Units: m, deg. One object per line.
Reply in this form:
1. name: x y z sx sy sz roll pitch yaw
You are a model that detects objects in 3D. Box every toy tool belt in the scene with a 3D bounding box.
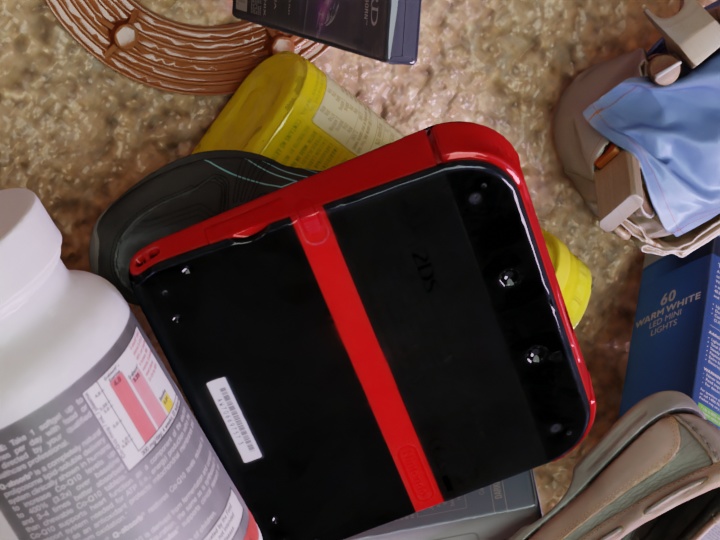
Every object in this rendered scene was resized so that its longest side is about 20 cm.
1. toy tool belt: 0.192 -0.096 1.120 0.200 0.123 0.125 -43 97 5

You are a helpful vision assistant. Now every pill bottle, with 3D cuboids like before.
1. pill bottle: -0.135 0.072 0.954 0.116 0.116 0.200 -32 112 -12

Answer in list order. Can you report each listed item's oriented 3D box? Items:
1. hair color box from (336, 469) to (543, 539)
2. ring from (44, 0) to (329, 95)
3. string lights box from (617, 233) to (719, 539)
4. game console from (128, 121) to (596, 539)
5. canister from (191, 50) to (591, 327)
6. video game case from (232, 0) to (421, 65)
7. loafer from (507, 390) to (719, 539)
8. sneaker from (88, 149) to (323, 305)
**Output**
1. hair color box: -0.005 0.146 1.102 0.199 0.061 0.099 -12 134 4
2. ring: -0.072 -0.186 1.079 0.200 0.019 0.201 -5 105 -20
3. string lights box: 0.196 0.067 1.156 0.103 0.059 0.200 35 48 -24
4. game console: 0.008 0.035 0.985 0.176 0.031 0.200 -20 128 3
5. canister: 0.000 0.000 1.108 0.200 0.087 0.149 36 90 -25
6. video game case: -0.015 -0.176 0.983 0.019 0.200 0.144 -1 102 -23
7. loafer: 0.106 0.150 1.038 0.072 0.063 0.200 27 105 -46
8. sneaker: -0.025 -0.017 1.007 0.199 0.079 0.076 -7 105 -17
